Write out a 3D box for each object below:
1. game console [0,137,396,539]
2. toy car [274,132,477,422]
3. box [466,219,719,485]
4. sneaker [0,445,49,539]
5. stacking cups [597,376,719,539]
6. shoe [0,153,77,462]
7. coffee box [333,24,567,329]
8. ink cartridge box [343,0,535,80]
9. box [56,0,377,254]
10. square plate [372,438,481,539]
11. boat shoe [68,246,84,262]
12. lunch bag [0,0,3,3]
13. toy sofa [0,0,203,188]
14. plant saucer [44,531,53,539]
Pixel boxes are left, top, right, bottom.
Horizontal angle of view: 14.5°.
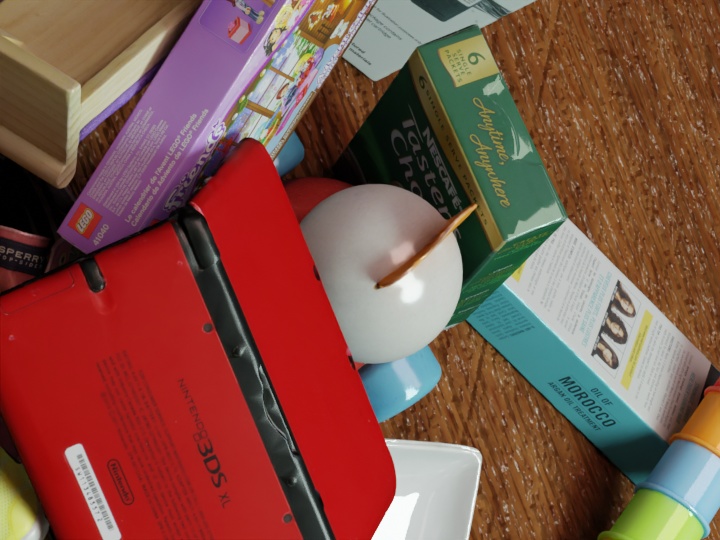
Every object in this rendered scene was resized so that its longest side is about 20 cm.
[{"bbox_3d":[-0.078,0.065,1.332,0.172,0.119,0.200,-24,105,-8],"label":"game console"},{"bbox_3d":[0.000,0.000,1.526,0.177,0.200,0.185,-42,104,-46],"label":"toy car"},{"bbox_3d":[0.146,0.047,1.766,0.200,0.049,0.082,44,48,-23],"label":"box"},{"bbox_3d":[-0.230,0.070,1.292,0.200,0.076,0.075,32,69,10],"label":"sneaker"},{"bbox_3d":[0.196,0.130,1.727,0.060,0.060,0.200,44,67,-24],"label":"stacking cups"},{"bbox_3d":[-0.180,0.022,1.374,0.071,0.091,0.200,12,46,-22],"label":"shoe"},{"bbox_3d":[0.046,-0.045,1.589,0.044,0.200,0.123,-19,80,-20],"label":"coffee box"},{"bbox_3d":[0.062,-0.220,1.684,0.083,0.200,0.147,36,50,-29],"label":"ink cartridge box"},{"bbox_3d":[-0.063,-0.086,1.399,0.039,0.200,0.137,34,4,13],"label":"box"},{"bbox_3d":[-0.041,0.176,1.419,0.198,0.028,0.201,9,93,-33],"label":"square plate"},{"bbox_3d":[-0.094,0.060,1.463,0.200,0.073,0.063,43,22,13],"label":"boat shoe"},{"bbox_3d":[-0.243,-0.188,1.409,0.200,0.132,0.136,58,43,-11],"label":"lunch bag"},{"bbox_3d":[-0.117,-0.122,1.388,0.083,0.098,0.200,31,50,17],"label":"toy sofa"},{"bbox_3d":[-0.201,0.176,1.358,0.200,0.048,0.200,-33,97,-47],"label":"plant saucer"}]
